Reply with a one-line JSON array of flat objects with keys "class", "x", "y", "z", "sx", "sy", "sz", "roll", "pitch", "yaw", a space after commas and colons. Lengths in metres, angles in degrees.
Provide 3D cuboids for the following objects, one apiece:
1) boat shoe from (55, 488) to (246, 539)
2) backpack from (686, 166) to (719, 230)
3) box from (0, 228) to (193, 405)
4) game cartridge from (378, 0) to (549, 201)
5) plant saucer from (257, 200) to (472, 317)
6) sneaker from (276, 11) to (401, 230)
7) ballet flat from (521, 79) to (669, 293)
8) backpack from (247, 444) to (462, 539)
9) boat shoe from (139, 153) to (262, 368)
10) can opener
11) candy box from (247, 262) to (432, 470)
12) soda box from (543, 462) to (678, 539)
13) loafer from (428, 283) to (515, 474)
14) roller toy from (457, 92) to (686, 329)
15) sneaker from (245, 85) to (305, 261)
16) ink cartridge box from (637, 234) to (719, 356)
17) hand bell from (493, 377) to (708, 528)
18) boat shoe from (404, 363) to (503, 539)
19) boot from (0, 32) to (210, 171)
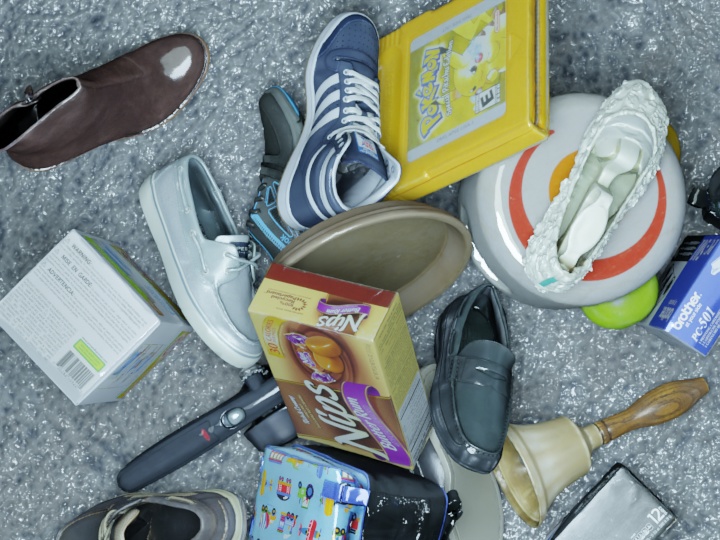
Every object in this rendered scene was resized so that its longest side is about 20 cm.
[{"class": "boat shoe", "x": -0.197, "y": 0.227, "z": 1.725, "sx": 0.200, "sy": 0.073, "sz": 0.075, "roll": -16, "pitch": 73, "yaw": 28}, {"class": "backpack", "x": 0.424, "y": -0.054, "z": 1.692, "sx": 0.200, "sy": 0.154, "sz": 0.191, "roll": -40, "pitch": 97, "yaw": -1}, {"class": "box", "x": -0.229, "y": 0.043, "z": 1.696, "sx": 0.101, "sy": 0.200, "sz": 0.113, "roll": -44, "pitch": 85, "yaw": 1}, {"class": "game cartridge", "x": 0.079, "y": -0.157, "z": 1.683, "sx": 0.200, "sy": 0.032, "sz": 0.177, "roll": -23, "pitch": 52, "yaw": 38}, {"class": "plant saucer", "x": 0.000, "y": 0.000, "z": 1.684, "sx": 0.200, "sy": 0.200, "sz": 0.030, "roll": -24, "pitch": 62, "yaw": 2}, {"class": "sneaker", "x": -0.005, "y": -0.131, "z": 1.676, "sx": 0.070, "sy": 0.108, "sz": 0.200, "roll": 20, "pitch": 79, "yaw": -28}, {"class": "ballet flat", "x": 0.203, "y": -0.068, "z": 1.605, "sx": 0.072, "sy": 0.072, "sz": 0.200, "roll": 27, "pitch": 82, "yaw": 4}, {"class": "backpack", "x": -0.020, "y": 0.261, "z": 1.686, "sx": 0.134, "sy": 0.183, "sz": 0.200, "roll": 12, "pitch": 92, "yaw": -28}, {"class": "boat shoe", "x": -0.130, "y": -0.012, "z": 1.736, "sx": 0.071, "sy": 0.070, "sz": 0.201, "roll": -36, "pitch": 73, "yaw": 31}, {"class": "can opener", "x": -0.132, "y": 0.145, "z": 1.755, "sx": 0.200, "sy": 0.063, "sz": 0.079, "roll": -27, "pitch": 84, "yaw": 2}, {"class": "candy box", "x": -0.013, "y": 0.082, "z": 1.641, "sx": 0.117, "sy": 0.200, "sz": 0.057, "roll": 14, "pitch": 57, "yaw": 21}, {"class": "soda box", "x": 0.188, "y": 0.266, "z": 1.734, "sx": 0.071, "sy": 0.063, "sz": 0.200, "roll": 43, "pitch": 91, "yaw": 4}, {"class": "loafer", "x": 0.100, "y": 0.090, "z": 1.684, "sx": 0.068, "sy": 0.201, "sz": 0.070, "roll": 22, "pitch": 127, "yaw": -17}, {"class": "roller toy", "x": 0.182, "y": -0.060, "z": 1.705, "sx": 0.182, "sy": 0.140, "sz": 0.200, "roll": 16, "pitch": 85, "yaw": -6}, {"class": "sneaker", "x": -0.070, "y": -0.065, "z": 1.753, "sx": 0.082, "sy": 0.073, "sz": 0.200, "roll": -13, "pitch": 87, "yaw": 5}, {"class": "ink cartridge box", "x": 0.286, "y": 0.019, "z": 1.665, "sx": 0.044, "sy": 0.200, "sz": 0.094, "roll": 33, "pitch": 91, "yaw": 0}, {"class": "hand bell", "x": 0.220, "y": 0.140, "z": 1.733, "sx": 0.200, "sy": 0.104, "sz": 0.104, "roll": -24, "pitch": 87, "yaw": -14}, {"class": "boat shoe", "x": 0.073, "y": 0.184, "z": 1.756, "sx": 0.063, "sy": 0.073, "sz": 0.200, "roll": -14, "pitch": 93, "yaw": 44}, {"class": "boot", "x": -0.226, "y": -0.151, "z": 1.717, "sx": 0.200, "sy": 0.166, "sz": 0.072, "roll": -33, "pitch": 87, "yaw": 2}]
